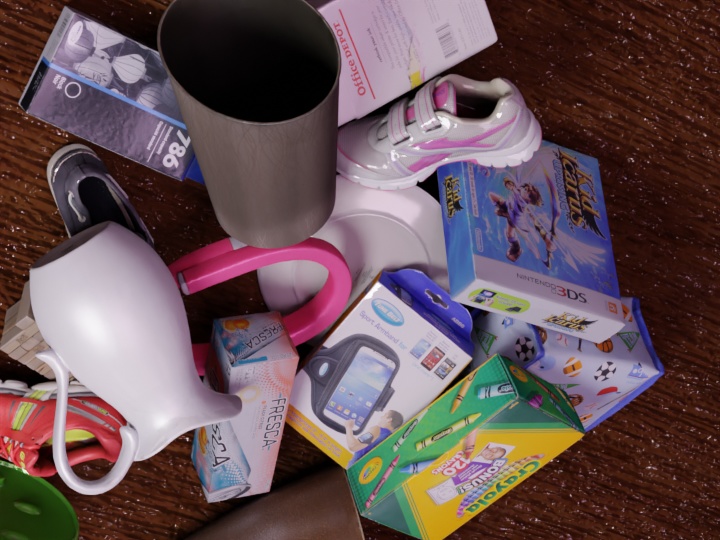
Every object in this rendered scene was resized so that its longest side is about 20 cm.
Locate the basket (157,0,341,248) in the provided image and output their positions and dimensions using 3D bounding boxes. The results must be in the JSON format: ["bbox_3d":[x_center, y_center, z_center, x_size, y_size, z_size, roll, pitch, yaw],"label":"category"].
[{"bbox_3d":[-0.085,-0.123,1.388,0.136,0.180,0.200,-32,148,-18],"label":"basket"}]

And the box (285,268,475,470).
[{"bbox_3d":[0.017,0.094,1.554,0.119,0.041,0.200,38,112,-5],"label":"box"}]

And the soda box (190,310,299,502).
[{"bbox_3d":[-0.112,0.131,1.524,0.068,0.064,0.200,-7,136,-21],"label":"soda box"}]

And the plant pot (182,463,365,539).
[{"bbox_3d":[-0.094,0.306,1.592,0.199,0.187,0.187,-14,116,-6],"label":"plant pot"}]

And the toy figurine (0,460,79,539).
[{"bbox_3d":[-0.384,0.278,1.477,0.200,0.150,0.184,24,110,-8],"label":"toy figurine"}]

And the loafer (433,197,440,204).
[{"bbox_3d":[0.107,-0.021,1.609,0.200,0.075,0.070,18,113,-20],"label":"loafer"}]

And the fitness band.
[{"bbox_3d":[-0.105,0.029,1.492,0.199,0.037,0.144,-19,137,-7],"label":"fitness band"}]

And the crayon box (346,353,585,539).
[{"bbox_3d":[0.100,0.174,1.544,0.200,0.058,0.119,-40,138,20],"label":"crayon box"}]

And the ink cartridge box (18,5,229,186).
[{"bbox_3d":[-0.193,-0.149,1.433,0.200,0.039,0.100,22,99,-31],"label":"ink cartridge box"}]

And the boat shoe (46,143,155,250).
[{"bbox_3d":[-0.222,-0.018,1.456,0.073,0.063,0.200,-30,121,-14],"label":"boat shoe"}]

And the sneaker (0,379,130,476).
[{"bbox_3d":[-0.303,0.147,1.446,0.199,0.085,0.077,-7,133,5],"label":"sneaker"}]

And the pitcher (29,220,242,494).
[{"bbox_3d":[-0.219,0.076,1.386,0.171,0.121,0.200,-35,105,-25],"label":"pitcher"}]

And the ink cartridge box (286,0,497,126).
[{"bbox_3d":[0.014,-0.222,1.482,0.200,0.067,0.117,-30,120,-13],"label":"ink cartridge box"}]

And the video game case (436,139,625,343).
[{"bbox_3d":[0.162,-0.044,1.556,0.181,0.200,0.045,17,143,-30],"label":"video game case"}]

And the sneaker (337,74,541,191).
[{"bbox_3d":[0.065,-0.138,1.489,0.199,0.082,0.088,-12,142,3],"label":"sneaker"}]

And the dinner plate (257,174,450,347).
[{"bbox_3d":[0.000,0.000,1.552,0.199,0.024,0.201,-2,119,-4],"label":"dinner plate"}]

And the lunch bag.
[{"bbox_3d":[0.175,0.101,1.647,0.170,0.124,0.200,11,139,-29],"label":"lunch bag"}]

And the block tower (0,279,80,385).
[{"bbox_3d":[-0.241,0.085,1.484,0.058,0.054,0.200,-34,126,27],"label":"block tower"}]
